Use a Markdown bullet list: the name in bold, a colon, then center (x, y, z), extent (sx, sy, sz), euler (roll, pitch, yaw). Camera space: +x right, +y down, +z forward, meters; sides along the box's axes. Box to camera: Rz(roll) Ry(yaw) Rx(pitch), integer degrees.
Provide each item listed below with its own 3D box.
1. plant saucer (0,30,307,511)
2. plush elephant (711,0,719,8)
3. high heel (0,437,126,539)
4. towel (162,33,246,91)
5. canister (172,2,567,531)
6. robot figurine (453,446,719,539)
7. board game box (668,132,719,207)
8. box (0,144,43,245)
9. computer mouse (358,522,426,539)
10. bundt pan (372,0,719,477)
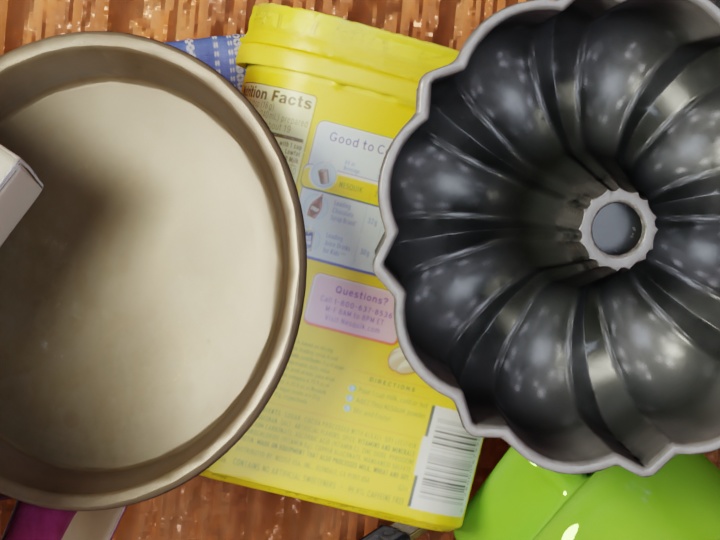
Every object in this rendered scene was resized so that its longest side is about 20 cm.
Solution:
- **plant saucer**: center (-0.112, 0.000, 1.239), extent (0.199, 0.029, 0.201), euler (-2, 85, 20)
- **plush elephant**: center (0.179, -0.121, 1.311), extent (0.154, 0.200, 0.165), euler (-13, 96, 10)
- **high heel**: center (-0.116, 0.133, 1.250), extent (0.096, 0.067, 0.201), euler (-9, 62, -6)
- **towel**: center (-0.095, -0.028, 1.307), extent (0.199, 0.024, 0.145), euler (-6, 95, -14)
- **canister**: center (0.000, 0.000, 1.279), extent (0.148, 0.087, 0.201), euler (14, 90, -12)
- **robot figurine**: center (0.138, 0.149, 1.282), extent (0.200, 0.175, 0.116), euler (44, 124, 12)
- **board game box**: center (0.185, 0.026, 1.337), extent (0.200, 0.126, 0.035), euler (35, 44, -15)
- **box**: center (-0.234, -0.066, 1.212), extent (0.200, 0.068, 0.082), euler (37, 86, 6)
- **computer mouse**: center (0.067, 0.165, 1.349), extent (0.200, 0.046, 0.141), euler (-28, 69, -32)
- **bundt pan**: center (0.095, -0.020, 1.215), extent (0.201, 0.076, 0.203), euler (-1, 96, -13)
